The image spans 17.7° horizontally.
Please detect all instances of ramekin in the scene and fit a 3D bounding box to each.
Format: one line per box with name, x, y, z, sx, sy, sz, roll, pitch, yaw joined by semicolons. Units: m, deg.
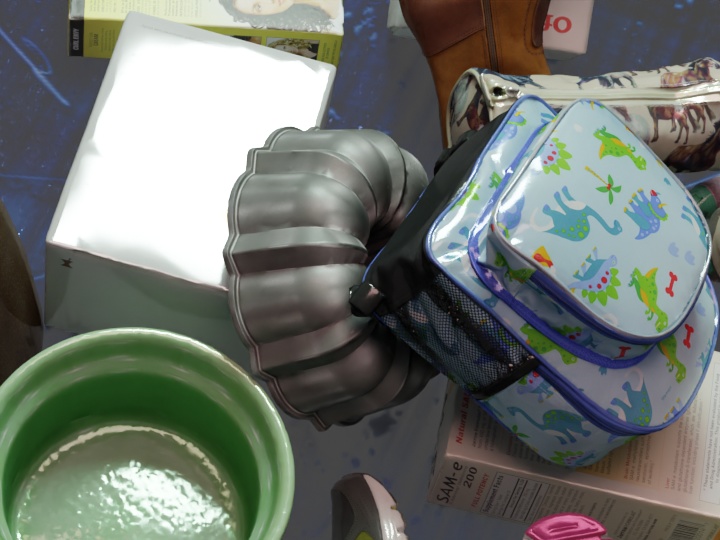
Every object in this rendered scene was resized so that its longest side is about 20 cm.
ramekin;-0.144;0.146;1.444;0.198;0.098;0.201;3;59;-6

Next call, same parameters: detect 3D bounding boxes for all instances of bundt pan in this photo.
bundt pan;0.000;0.000;1.492;0.075;0.202;0.203;-8;50;34

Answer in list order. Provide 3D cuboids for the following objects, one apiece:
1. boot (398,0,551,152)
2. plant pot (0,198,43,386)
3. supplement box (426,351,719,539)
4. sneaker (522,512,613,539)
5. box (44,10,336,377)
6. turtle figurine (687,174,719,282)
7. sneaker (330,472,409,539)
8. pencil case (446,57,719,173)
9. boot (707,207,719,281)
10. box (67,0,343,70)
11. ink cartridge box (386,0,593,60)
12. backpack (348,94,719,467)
boot;0.129;-0.160;1.612;0.187;0.068;0.201;-20;106;-9
plant pot;-0.293;-0.012;1.458;0.185;0.200;0.188;3;58;-6
supplement box;0.153;0.106;1.524;0.199;0.074;0.127;14;57;-1
sneaker;0.137;0.251;1.434;0.081;0.088;0.202;-7;83;-10
box;-0.115;-0.051;1.562;0.151;0.107;0.201;16;58;1
turtle figurine;0.190;-0.005;1.587;0.199;0.101;0.150;-15;68;-25
sneaker;-0.011;0.218;1.434;0.084;0.075;0.201;-1;59;-8
pencil case;0.162;-0.103;1.580;0.198;0.089;0.078;-4;76;-14
boot;0.335;0.022;1.521;0.201;0.150;0.073;56;46;-10
box;-0.112;-0.192;1.680;0.198;0.050;0.076;2;59;-6
ink cartridge box;0.105;-0.261;1.675;0.145;0.083;0.202;7;94;-4
backpack;0.128;0.010;1.422;0.200;0.147;0.183;45;50;-11
